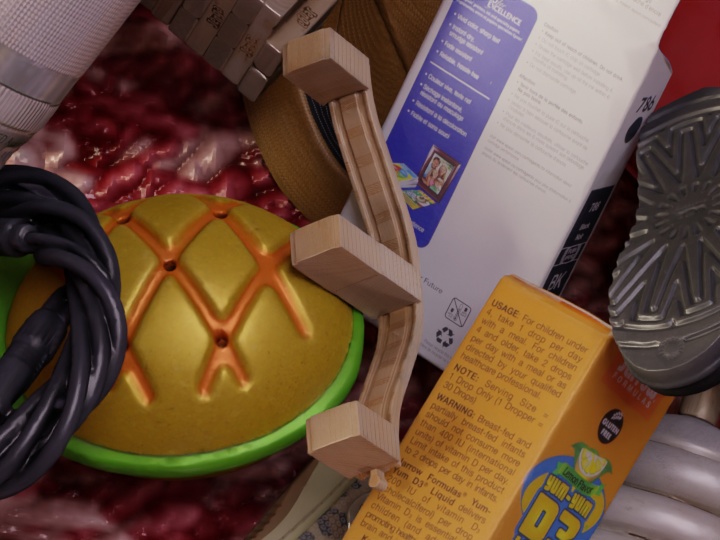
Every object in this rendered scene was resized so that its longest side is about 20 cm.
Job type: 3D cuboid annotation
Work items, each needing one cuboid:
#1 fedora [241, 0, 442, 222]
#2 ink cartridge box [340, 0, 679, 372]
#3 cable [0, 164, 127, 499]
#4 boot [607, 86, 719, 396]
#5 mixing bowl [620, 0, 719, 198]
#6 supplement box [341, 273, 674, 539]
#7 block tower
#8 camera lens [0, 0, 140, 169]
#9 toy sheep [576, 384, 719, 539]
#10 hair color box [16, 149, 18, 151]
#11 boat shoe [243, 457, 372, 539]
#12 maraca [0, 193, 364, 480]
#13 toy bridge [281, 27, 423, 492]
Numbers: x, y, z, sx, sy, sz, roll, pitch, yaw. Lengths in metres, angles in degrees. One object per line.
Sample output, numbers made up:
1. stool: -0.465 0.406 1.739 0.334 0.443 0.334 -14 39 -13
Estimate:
1. fedora: 0.040 -0.098 1.333 0.201 0.200 0.082 57 27 10
2. ink cartridge box: 0.063 -0.056 1.258 0.099 0.201 0.039 34 22 20
3. cable: -0.175 0.017 1.195 0.163 0.051 0.200 -29 42 7
4. boot: 0.175 0.048 1.230 0.200 0.065 0.165 59 31 -34
5. mixing bowl: 0.172 -0.066 1.341 0.108 0.200 0.200 -44 85 2
6. supplement box: 0.044 0.107 1.193 0.069 0.066 0.201 24 82 39
7. block tower: -0.099 -0.166 1.285 0.200 0.054 0.058 40 48 1
8. camera lens: -0.158 -0.146 1.175 0.160 0.160 0.200 39 98 1
9. toy sheep: 0.117 0.128 1.256 0.137 0.138 0.201 21 81 -9
10. hair color box: -0.202 -0.154 1.308 0.200 0.061 0.102 36 61 -2
11. boat shoe: -0.033 0.144 1.228 0.063 0.073 0.200 38 61 3
12. maraca: -0.098 0.029 1.242 0.199 0.107 0.138 -4 50 -1
13. toy bridge: 0.000 0.000 1.222 0.067 0.027 0.201 35 43 -48
